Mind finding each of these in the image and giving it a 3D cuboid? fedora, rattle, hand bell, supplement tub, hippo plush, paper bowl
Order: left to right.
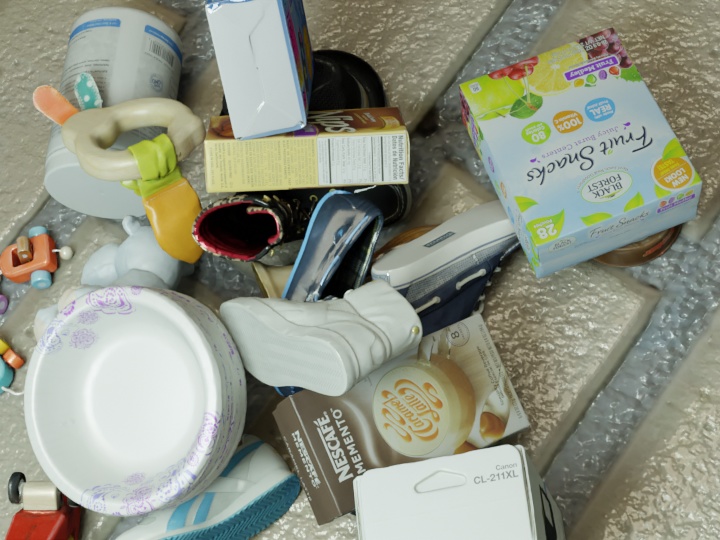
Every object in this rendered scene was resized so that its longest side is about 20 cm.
[{"bbox_3d":[-0.271,-0.175,1.469,0.130,0.132,0.203,-2,65,17],"label":"supplement tub"},{"bbox_3d":[-0.241,-0.110,1.362,0.198,0.144,0.131,13,59,33],"label":"rattle"},{"bbox_3d":[-0.239,0.019,1.351,0.198,0.159,0.163,-27,47,26],"label":"hippo plush"},{"bbox_3d":[-0.197,0.116,1.211,0.197,0.104,0.204,-1,88,19],"label":"paper bowl"},{"bbox_3d":[-0.075,-0.176,1.424,0.197,0.092,0.204,-7,64,15],"label":"fedora"},{"bbox_3d":[0.000,0.000,1.335,0.198,0.105,0.105,-23,60,-7],"label":"hand bell"}]

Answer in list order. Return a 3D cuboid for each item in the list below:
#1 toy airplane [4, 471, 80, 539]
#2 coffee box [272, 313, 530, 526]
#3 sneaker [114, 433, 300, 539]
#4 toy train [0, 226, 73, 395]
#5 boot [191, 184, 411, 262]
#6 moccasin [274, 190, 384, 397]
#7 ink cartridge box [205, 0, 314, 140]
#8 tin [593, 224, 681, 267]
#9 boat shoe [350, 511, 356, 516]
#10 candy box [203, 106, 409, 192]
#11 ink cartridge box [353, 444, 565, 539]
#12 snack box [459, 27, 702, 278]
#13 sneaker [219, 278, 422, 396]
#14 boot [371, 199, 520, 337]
[{"bbox_3d":[-0.312,0.303,1.255,0.197,0.143,0.199,-25,39,-31],"label":"toy airplane"},{"bbox_3d":[0.036,0.133,1.191,0.198,0.080,0.116,-23,82,-21],"label":"coffee box"},{"bbox_3d":[-0.156,0.227,1.253,0.198,0.077,0.081,-25,52,-30],"label":"sneaker"},{"bbox_3d":[-0.390,0.046,1.448,0.148,0.056,0.203,-13,62,13],"label":"toy train"},{"bbox_3d":[-0.060,-0.057,1.326,0.197,0.150,0.074,2,105,20],"label":"boot"},{"bbox_3d":[-0.031,0.027,1.241,0.068,0.080,0.203,17,97,35],"label":"moccasin"},{"bbox_3d":[-0.093,-0.234,1.299,0.075,0.138,0.201,-9,29,4],"label":"ink cartridge box"},{"bbox_3d":[0.233,-0.091,1.316,0.112,0.042,0.201,-40,60,2],"label":"tin"},{"bbox_3d":[-0.006,0.136,1.261,0.074,0.065,0.203,-28,57,54],"label":"boat shoe"},{"bbox_3d":[-0.053,-0.121,1.320,0.196,0.117,0.057,-2,108,-3],"label":"candy box"},{"bbox_3d":[0.090,0.227,1.120,0.143,0.200,0.084,-12,63,13],"label":"ink cartridge box"},{"bbox_3d":[0.206,-0.115,1.266,0.166,0.068,0.202,-21,61,-3],"label":"snack box"},{"bbox_3d":[-0.031,0.051,1.170,0.115,0.075,0.199,-26,26,-33],"label":"sneaker"},{"bbox_3d":[0.104,0.001,1.304,0.198,0.092,0.073,-25,21,-20],"label":"boot"}]
